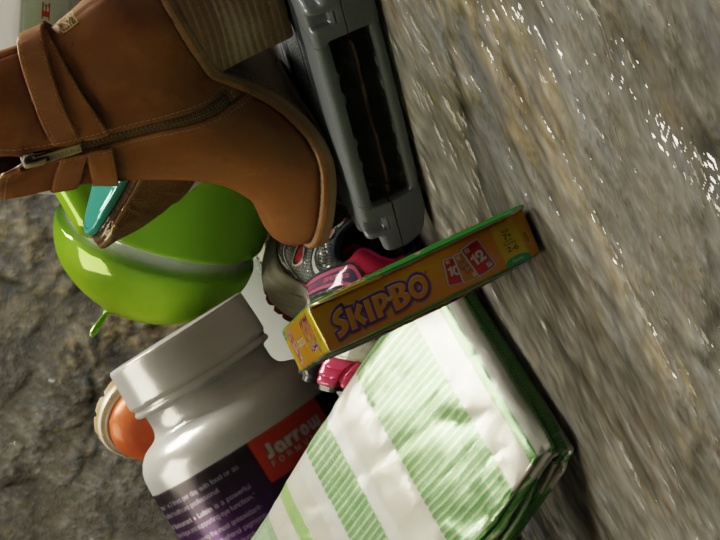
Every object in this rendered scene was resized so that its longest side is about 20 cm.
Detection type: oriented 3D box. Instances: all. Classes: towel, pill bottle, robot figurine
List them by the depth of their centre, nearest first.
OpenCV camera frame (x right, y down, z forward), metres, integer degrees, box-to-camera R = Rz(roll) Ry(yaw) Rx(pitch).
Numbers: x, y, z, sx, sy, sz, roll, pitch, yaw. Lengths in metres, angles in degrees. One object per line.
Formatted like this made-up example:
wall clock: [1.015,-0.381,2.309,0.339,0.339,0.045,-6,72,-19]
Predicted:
towel: [0.018,0.113,1.374,0.200,0.023,0.153,-59,38,25]
pill bottle: [-0.044,0.117,1.522,0.200,0.111,0.111,58,174,-2]
robot figurine: [-0.098,-0.060,1.562,0.116,0.175,0.200,28,112,27]

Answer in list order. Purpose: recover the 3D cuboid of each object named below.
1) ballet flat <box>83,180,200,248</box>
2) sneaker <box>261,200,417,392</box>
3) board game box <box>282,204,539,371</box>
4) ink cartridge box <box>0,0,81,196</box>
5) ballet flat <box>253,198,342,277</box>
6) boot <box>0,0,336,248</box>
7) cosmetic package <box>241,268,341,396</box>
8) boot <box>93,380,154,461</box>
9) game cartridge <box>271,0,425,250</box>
ballet flat: [-0.081,-0.099,1.463,0.068,0.072,0.200,-17,57,62]
sneaker: [0.000,0.000,1.516,0.200,0.080,0.075,-121,40,-67]
board game box: [0.019,0.009,1.232,0.030,0.095,0.200,64,174,4]
ink cartridge box: [-0.175,-0.118,1.645,0.200,0.086,0.147,5,-92,-66]
ballet flat: [-0.022,0.002,1.638,0.071,0.069,0.200,42,-170,-45]
boot: [-0.098,-0.058,1.370,0.200,0.155,0.077,75,169,-55]
cosmetic package: [-0.028,0.048,1.709,0.200,0.113,0.081,-118,8,-46]
boot: [-0.059,0.087,1.779,0.107,0.200,0.075,-137,42,-62]
game cartridge: [-0.020,-0.116,1.381,0.200,0.041,0.133,74,174,-53]
